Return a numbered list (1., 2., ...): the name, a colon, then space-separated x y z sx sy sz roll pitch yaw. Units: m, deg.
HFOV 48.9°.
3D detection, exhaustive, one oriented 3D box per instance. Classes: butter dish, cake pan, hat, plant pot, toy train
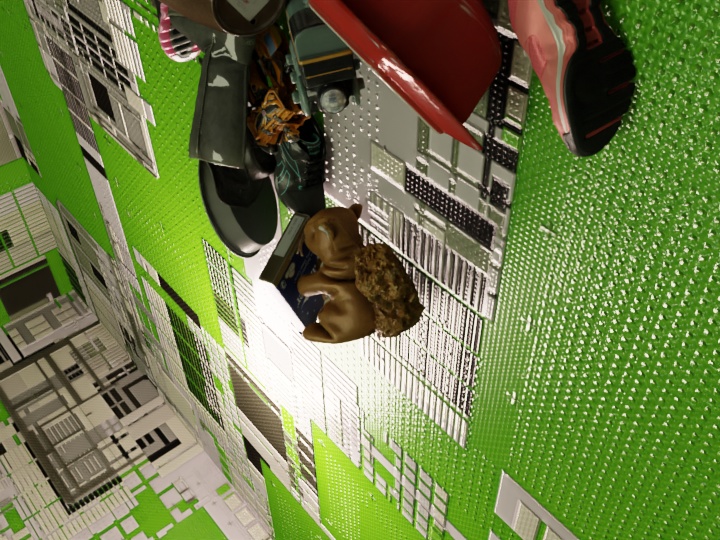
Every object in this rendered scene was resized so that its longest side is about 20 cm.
1. butter dish: 0.062 -0.243 0.747 0.199 0.148 0.200 30 -161 -51
2. cake pan: -0.189 -0.120 1.269 0.037 0.200 0.200 -14 110 20
3. hat: -0.158 -0.186 1.190 0.081 0.201 0.201 -6 119 19
4. plant pot: -0.171 -0.365 0.924 0.200 0.187 0.187 52 154 34
5. toy train: -0.047 -0.260 0.911 0.200 0.085 0.114 -103 3 -50

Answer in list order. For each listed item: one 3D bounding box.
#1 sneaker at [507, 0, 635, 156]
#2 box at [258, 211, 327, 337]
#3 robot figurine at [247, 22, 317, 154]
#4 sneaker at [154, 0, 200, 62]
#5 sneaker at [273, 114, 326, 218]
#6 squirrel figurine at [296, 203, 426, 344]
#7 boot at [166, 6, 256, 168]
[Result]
1. sneaker: 0.175 -0.199 0.689 0.087 0.074 0.200 28 138 67
2. box: -0.084 0.015 1.227 0.032 0.121 0.200 15 156 24
3. robot figurine: -0.134 -0.259 1.079 0.145 0.058 0.200 -39 68 39
4. sneaker: -0.296 -0.432 1.251 0.095 0.079 0.200 -117 17 -47
5. sneaker: -0.086 -0.157 1.149 0.079 0.075 0.200 19 134 49
6. squirrel figurine: 0.000 0.000 1.134 0.200 0.141 0.187 7 113 41
7. boot: -0.207 -0.250 1.073 0.182 0.073 0.200 26 117 41
